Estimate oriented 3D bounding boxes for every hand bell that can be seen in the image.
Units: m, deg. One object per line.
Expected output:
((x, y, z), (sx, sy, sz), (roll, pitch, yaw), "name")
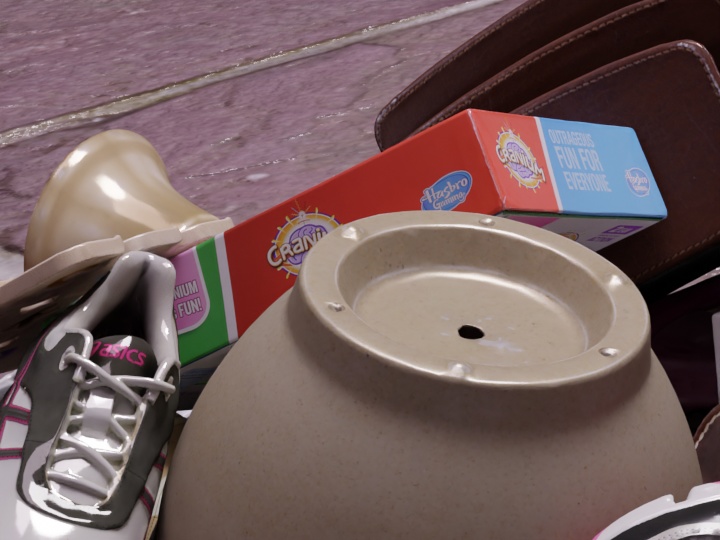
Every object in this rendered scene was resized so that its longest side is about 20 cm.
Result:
((-0.051, 0.011, 1.419), (0.200, 0.104, 0.104), (21, 32, 31), "hand bell")

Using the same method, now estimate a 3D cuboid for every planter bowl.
((0.030, 0.063, 1.024), (0.200, 0.135, 0.200), (7, 28, -4), "planter bowl")

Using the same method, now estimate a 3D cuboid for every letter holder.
((0.083, -0.049, 1.260), (0.200, 0.142, 0.101), (-29, -8, 30), "letter holder")

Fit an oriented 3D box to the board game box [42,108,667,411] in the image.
((0.000, 0.000, 1.161), (0.200, 0.040, 0.153), (-26, -12, 25), "board game box")

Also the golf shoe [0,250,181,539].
((-0.102, 0.067, 1.018), (0.077, 0.088, 0.200), (20, 28, -9), "golf shoe")

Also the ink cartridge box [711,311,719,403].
((0.222, 0.041, 1.194), (0.200, 0.068, 0.115), (-22, 24, -36), "ink cartridge box")

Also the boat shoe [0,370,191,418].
((-0.119, 0.057, 1.297), (0.073, 0.066, 0.200), (5, 23, 35), "boat shoe")

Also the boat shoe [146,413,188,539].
((-0.080, 0.119, 1.110), (0.066, 0.074, 0.200), (20, 28, 4), "boat shoe")

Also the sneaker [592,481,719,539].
((0.163, 0.122, 0.929), (0.199, 0.074, 0.088), (12, 26, -5), "sneaker")

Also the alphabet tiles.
((-0.150, 0.025, 1.146), (0.195, 0.015, 0.200), (-27, -7, 27), "alphabet tiles")

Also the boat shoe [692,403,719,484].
((0.177, 0.082, 1.062), (0.070, 0.071, 0.200), (23, -2, -33), "boat shoe")

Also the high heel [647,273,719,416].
((0.178, 0.014, 1.307), (0.096, 0.068, 0.200), (0, 14, 45), "high heel")
